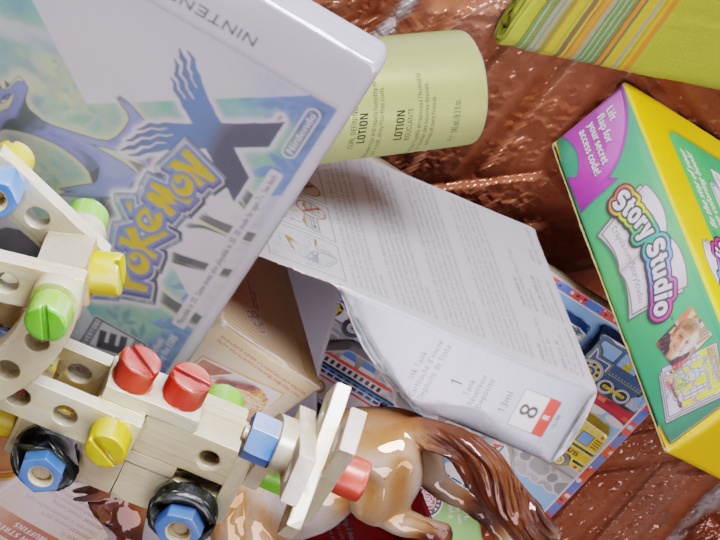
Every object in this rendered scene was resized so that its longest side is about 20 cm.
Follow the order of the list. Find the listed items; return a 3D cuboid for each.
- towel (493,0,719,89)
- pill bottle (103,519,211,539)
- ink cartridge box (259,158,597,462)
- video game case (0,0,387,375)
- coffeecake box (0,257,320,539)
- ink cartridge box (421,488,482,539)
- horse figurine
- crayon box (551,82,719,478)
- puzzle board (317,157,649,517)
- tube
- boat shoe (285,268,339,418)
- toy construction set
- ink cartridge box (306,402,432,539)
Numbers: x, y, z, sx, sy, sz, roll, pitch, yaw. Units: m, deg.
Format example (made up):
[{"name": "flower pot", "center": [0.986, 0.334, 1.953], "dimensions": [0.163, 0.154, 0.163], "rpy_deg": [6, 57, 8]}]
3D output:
[{"name": "towel", "center": [0.166, -0.123, 1.332], "dimensions": [0.199, 0.018, 0.086], "rpy_deg": [9, 138, -28]}, {"name": "pill bottle", "center": [-0.164, 0.150, 1.392], "dimensions": [0.199, 0.113, 0.113], "rpy_deg": [-7, 149, 37]}, {"name": "ink cartridge box", "center": [0.000, 0.000, 1.262], "dimensions": [0.199, 0.162, 0.050], "rpy_deg": [19, 113, -17]}, {"name": "video game case", "center": [-0.113, -0.061, 1.123], "dimensions": [0.182, 0.022, 0.200], "rpy_deg": [30, 126, -7]}, {"name": "coffeecake box", "center": [-0.130, 0.038, 1.299], "dimensions": [0.200, 0.154, 0.073], "rpy_deg": [-36, 135, 19]}, {"name": "ink cartridge box", "center": [-0.037, 0.160, 1.489], "dimensions": [0.199, 0.067, 0.118], "rpy_deg": [-9, 99, -9]}, {"name": "horse figurine", "center": [-0.011, 0.111, 1.241], "dimensions": [0.199, 0.050, 0.133], "rpy_deg": [-20, 113, 21]}, {"name": "crayon box", "center": [0.191, 0.025, 1.359], "dimensions": [0.172, 0.201, 0.058], "rpy_deg": [26, 124, -38]}, {"name": "puzzle board", "center": [0.044, 0.045, 1.408], "dimensions": [0.200, 0.017, 0.151], "rpy_deg": [32, 123, -11]}, {"name": "tube", "center": [-0.044, -0.067, 1.183], "dimensions": [0.199, 0.058, 0.052], "rpy_deg": [-7, 176, -21]}, {"name": "boat shoe", "center": [-0.051, 0.050, 1.386], "dimensions": [0.068, 0.057, 0.201], "rpy_deg": [7, 128, -15]}, {"name": "toy construction set", "center": [-0.087, 0.045, 1.127], "dimensions": [0.199, 0.092, 0.131], "rpy_deg": [31, 126, 5]}, {"name": "ink cartridge box", "center": [-0.018, 0.177, 1.373], "dimensions": [0.067, 0.116, 0.201], "rpy_deg": [0, 120, -15]}]
